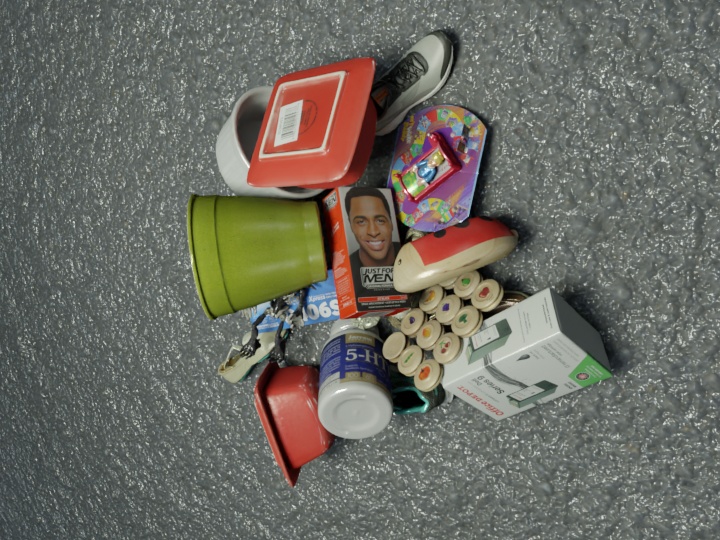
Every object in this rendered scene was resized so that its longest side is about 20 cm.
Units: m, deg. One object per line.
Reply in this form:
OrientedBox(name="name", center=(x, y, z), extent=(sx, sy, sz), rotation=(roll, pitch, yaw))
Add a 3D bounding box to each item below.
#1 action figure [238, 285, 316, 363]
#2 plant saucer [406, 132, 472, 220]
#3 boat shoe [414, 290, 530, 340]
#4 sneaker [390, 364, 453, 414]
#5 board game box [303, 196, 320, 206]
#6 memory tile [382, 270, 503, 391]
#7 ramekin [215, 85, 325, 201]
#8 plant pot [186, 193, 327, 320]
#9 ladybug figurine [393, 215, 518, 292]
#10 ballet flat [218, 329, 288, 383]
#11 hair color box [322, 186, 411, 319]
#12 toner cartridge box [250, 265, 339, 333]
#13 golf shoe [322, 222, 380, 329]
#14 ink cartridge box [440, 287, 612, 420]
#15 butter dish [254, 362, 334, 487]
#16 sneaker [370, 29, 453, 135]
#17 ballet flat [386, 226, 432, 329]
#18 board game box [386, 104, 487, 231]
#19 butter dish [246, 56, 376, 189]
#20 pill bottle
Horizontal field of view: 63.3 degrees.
OrientedBox(name="action figure", center=(-0.150, 0.071, 1.031), extent=(0.119, 0.102, 0.200), rotation=(16, 110, -2))
OrientedBox(name="plant saucer", center=(0.138, -0.117, 0.947), extent=(0.070, 0.019, 0.200), rotation=(-18, 90, 32))
OrientedBox(name="boat shoe", center=(0.176, 0.086, 0.935), extent=(0.202, 0.075, 0.075), rotation=(-20, 91, 32))
OrientedBox(name="sneaker", center=(0.058, 0.213, 1.025), extent=(0.200, 0.091, 0.078), rotation=(-7, 97, 32))
OrientedBox(name="board game box", center=(-0.153, -0.064, 1.125), extent=(0.135, 0.028, 0.200), rotation=(21, 111, 26))
OrientedBox(name="memory tile", center=(0.123, 0.080, 0.913), extent=(0.200, 0.017, 0.153), rotation=(-54, 31, 1))
OrientedBox(name="ramekin", center=(-0.146, -0.200, 0.994), extent=(0.098, 0.200, 0.201), rotation=(-26, 87, 48))
OrientedBox(name="plant pot", center=(-0.153, -0.035, 0.930), extent=(0.193, 0.200, 0.201), rotation=(-8, 98, -5))
OrientedBox(name="ladybug figurine", center=(0.137, -0.028, 0.867), extent=(0.200, 0.136, 0.072), rotation=(-20, 88, -6))
OrientedBox(name="ballet flat", center=(-0.226, 0.164, 1.192), extent=(0.200, 0.069, 0.070), rotation=(-44, 78, 30))
OrientedBox(name="hair color box", center=(0.009, -0.029, 0.922), extent=(0.061, 0.101, 0.200), rotation=(-31, 66, 57))
OrientedBox(name="toner cartridge box", center=(-0.118, 0.054, 1.095), extent=(0.200, 0.043, 0.095), rotation=(-12, 100, 21))
OrientedBox(name="golf shoe", center=(0.000, 0.000, 1.011), extent=(0.078, 0.097, 0.200), rotation=(-14, 86, 14))
OrientedBox(name="ink cartridge box", center=(0.238, 0.132, 0.863), extent=(0.146, 0.084, 0.200), rotation=(35, 128, -30))
OrientedBox(name="butter dish", center=(-0.096, 0.258, 1.085), extent=(0.148, 0.199, 0.200), rotation=(-19, 97, 3))
OrientedBox(name="sneaker", center=(0.066, -0.289, 0.915), extent=(0.200, 0.079, 0.074), rotation=(-44, 76, 29))
OrientedBox(name="ballet flat", center=(0.072, 0.016, 0.981), extent=(0.068, 0.075, 0.200), rotation=(22, 112, 18))
OrientedBox(name="board game box", center=(0.104, -0.163, 0.908), extent=(0.158, 0.039, 0.200), rotation=(15, 95, 34))
OrientedBox(name="butter dish", center=(-0.048, -0.198, 0.892), extent=(0.199, 0.148, 0.200), rotation=(2, 73, 35))
OrientedBox(name="pill bottle", center=(-0.009, 0.169, 0.983), extent=(0.119, 0.200, 0.120), rotation=(-1, 124, -1))
